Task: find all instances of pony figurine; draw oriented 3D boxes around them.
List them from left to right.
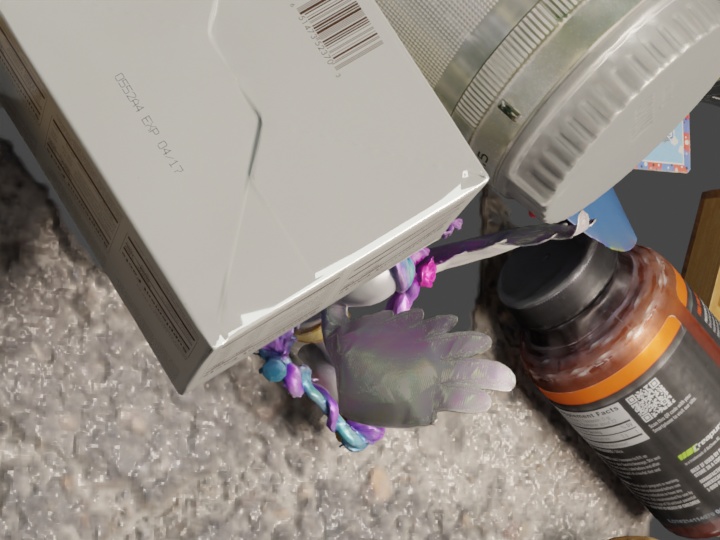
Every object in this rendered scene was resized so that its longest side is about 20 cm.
[{"bbox_3d":[0.000,0.000,1.409,0.200,0.193,0.167,57,45,-18],"label":"pony figurine"}]

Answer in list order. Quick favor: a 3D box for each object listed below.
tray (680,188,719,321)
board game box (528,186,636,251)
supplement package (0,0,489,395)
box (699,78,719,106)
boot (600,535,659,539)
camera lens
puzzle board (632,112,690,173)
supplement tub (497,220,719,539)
[{"bbox_3d":[0.280,0.035,1.744,0.200,0.037,0.099,31,67,-36],"label":"tray"},{"bbox_3d":[0.077,-0.081,1.515,0.158,0.039,0.200,35,26,-43],"label":"board game box"},{"bbox_3d":[-0.065,-0.074,1.274,0.155,0.111,0.200,-31,84,-16],"label":"supplement package"},{"bbox_3d":[0.243,-0.182,1.655,0.200,0.124,0.149,10,75,-45],"label":"box"},{"bbox_3d":[0.227,0.190,1.608,0.200,0.175,0.066,23,36,-39],"label":"boot"},{"bbox_3d":[0.073,-0.143,1.350,0.200,0.160,0.160,46,52,12],"label":"camera lens"},{"bbox_3d":[0.127,-0.139,1.640,0.200,0.017,0.151,3,85,-41],"label":"puzzle board"},{"bbox_3d":[0.164,0.058,1.597,0.200,0.107,0.107,48,58,-27],"label":"supplement tub"}]
